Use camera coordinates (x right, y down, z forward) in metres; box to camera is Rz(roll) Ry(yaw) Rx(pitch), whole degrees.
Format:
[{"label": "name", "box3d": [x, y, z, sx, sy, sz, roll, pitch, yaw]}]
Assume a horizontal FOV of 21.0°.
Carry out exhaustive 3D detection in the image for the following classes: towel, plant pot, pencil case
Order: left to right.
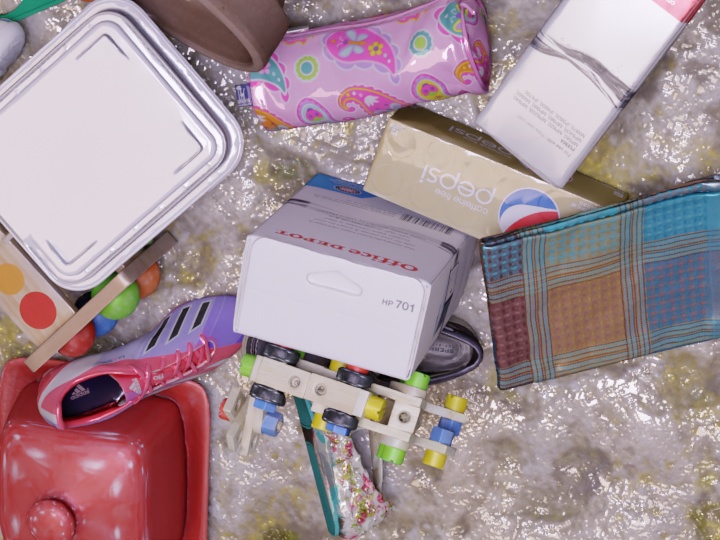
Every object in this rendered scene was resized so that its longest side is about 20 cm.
[{"label": "plant pot", "box3d": [-0.113, -0.278, 1.476, 0.200, 0.200, 0.175, 31, 83, 3]}, {"label": "pencil case", "box3d": [0.004, -0.164, 1.534, 0.199, 0.087, 0.088, -8, 105, 19]}, {"label": "towel", "box3d": [0.196, 0.013, 1.515, 0.199, 0.022, 0.147, -15, 122, -7]}]

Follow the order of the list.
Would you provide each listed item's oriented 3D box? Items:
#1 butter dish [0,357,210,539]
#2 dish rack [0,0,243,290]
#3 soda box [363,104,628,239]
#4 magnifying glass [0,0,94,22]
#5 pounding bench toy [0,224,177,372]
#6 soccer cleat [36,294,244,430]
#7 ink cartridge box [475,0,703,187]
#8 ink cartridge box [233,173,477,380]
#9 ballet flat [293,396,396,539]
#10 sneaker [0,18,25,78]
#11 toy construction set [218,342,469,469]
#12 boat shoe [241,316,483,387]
[{"label": "butter dish", "box3d": [-0.243, 0.193, 1.682, 0.199, 0.148, 0.200, 7, 108, 13]}, {"label": "dish rack", "box3d": [-0.211, -0.095, 1.517, 0.200, 0.044, 0.172, -40, 96, 10]}, {"label": "soda box", "box3d": [0.108, -0.063, 1.551, 0.199, 0.064, 0.068, 23, 112, 6]}, {"label": "magnifying glass", "box3d": [-0.254, -0.239, 1.615, 0.199, 0.022, 0.080, 7, 109, 15]}, {"label": "pounding bench toy", "box3d": [-0.227, -0.037, 1.615, 0.200, 0.124, 0.156, -41, 94, 22]}, {"label": "soccer cleat", "box3d": [-0.176, 0.081, 1.632, 0.199, 0.076, 0.067, -22, 112, -10]}, {"label": "ink cartridge box", "box3d": [0.185, -0.175, 1.442, 0.084, 0.144, 0.200, 36, 112, 3]}, {"label": "ink cartridge box", "box3d": [0.000, 0.000, 1.526, 0.146, 0.200, 0.086, 16, 111, 10]}, {"label": "ballet flat", "box3d": [-0.020, 0.132, 1.653, 0.064, 0.076, 0.201, -18, 103, -13]}, {"label": "sneaker", "box3d": [-0.378, -0.170, 1.639, 0.200, 0.076, 0.105, -38, 94, 23]}, {"label": "toy construction set", "box3d": [-0.022, 0.103, 1.519, 0.199, 0.131, 0.093, 2, 83, 15]}, {"label": "boat shoe", "box3d": [0.004, 0.062, 1.582, 0.199, 0.065, 0.072, 3, 89, -11]}]
